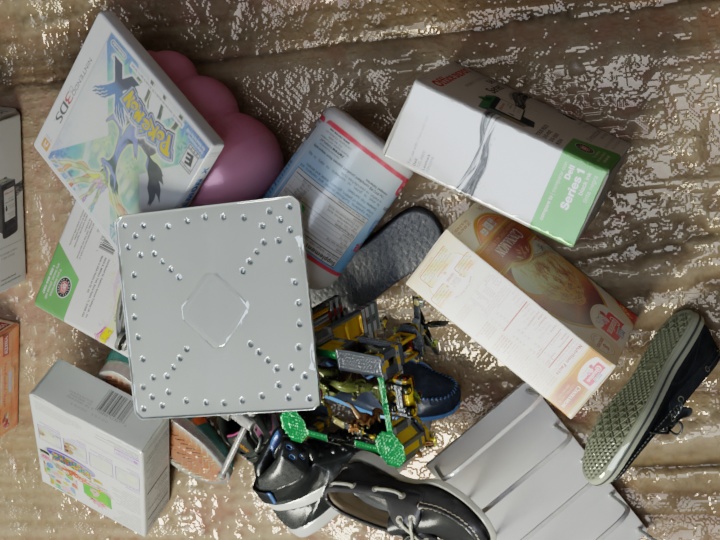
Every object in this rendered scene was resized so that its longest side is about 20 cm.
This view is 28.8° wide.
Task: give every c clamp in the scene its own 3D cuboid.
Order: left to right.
[{"bbox_3d":[-0.172,0.084,1.398,0.199,0.027,0.172,38,107,12],"label":"c clamp"}]

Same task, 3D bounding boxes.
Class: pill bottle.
[{"bbox_3d":[-0.044,-0.054,1.400,0.108,0.109,0.201,37,96,6],"label":"pill bottle"}]

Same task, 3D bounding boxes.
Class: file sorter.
[{"bbox_3d":[0.184,0.235,1.398,0.138,0.125,0.200,-39,91,-2],"label":"file sorter"}]

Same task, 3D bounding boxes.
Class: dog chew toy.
[{"bbox_3d":[-0.168,-0.142,1.446,0.124,0.124,0.201,-40,82,25],"label":"dog chew toy"}]

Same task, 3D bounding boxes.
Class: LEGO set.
[{"bbox_3d":[0.011,0.101,1.387,0.199,0.115,0.155,-2,109,45],"label":"LEGO set"}]

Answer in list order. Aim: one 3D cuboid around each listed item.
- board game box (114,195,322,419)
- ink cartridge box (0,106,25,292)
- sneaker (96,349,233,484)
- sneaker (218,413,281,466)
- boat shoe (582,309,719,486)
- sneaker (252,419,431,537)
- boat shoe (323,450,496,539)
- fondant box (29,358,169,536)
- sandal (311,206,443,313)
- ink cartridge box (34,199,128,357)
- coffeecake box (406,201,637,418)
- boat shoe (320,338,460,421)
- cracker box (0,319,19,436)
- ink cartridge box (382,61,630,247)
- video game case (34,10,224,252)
[{"bbox_3d":[-0.136,0.038,1.354,0.198,0.026,0.202,-5,91,21],"label":"board game box"},{"bbox_3d":[-0.461,-0.084,1.583,0.144,0.083,0.202,8,108,18],"label":"ink cartridge box"},{"bbox_3d":[-0.204,0.153,1.572,0.071,0.080,0.200,-21,120,39],"label":"sneaker"},{"bbox_3d":[-0.115,0.183,1.536,0.080,0.086,0.201,-29,95,26],"label":"sneaker"},{"bbox_3d":[0.283,0.130,1.343,0.062,0.200,0.074,43,159,-16],"label":"boat shoe"},{"bbox_3d":[-0.028,0.187,1.477,0.200,0.073,0.112,-41,115,7],"label":"sneaker"},{"bbox_3d":[0.045,0.234,1.369,0.199,0.060,0.074,20,138,42],"label":"boat shoe"},{"bbox_3d":[-0.288,0.201,1.568,0.143,0.058,0.201,26,143,11],"label":"fondant box"},{"bbox_3d":[0.001,0.000,1.472,0.199,0.043,0.076,-27,103,15],"label":"sandal"},{"bbox_3d":[-0.226,0.013,1.491,0.199,0.084,0.146,26,95,23],"label":"ink cartridge box"},{"bbox_3d":[0.160,0.030,1.355,0.200,0.153,0.073,39,114,5],"label":"coffeecake box"},{"bbox_3d":[0.008,0.107,1.470,0.198,0.084,0.069,9,120,15],"label":"boat shoe"},{"bbox_3d":[-0.506,0.113,1.672,0.198,0.058,0.135,11,109,16],"label":"cracker box"},{"bbox_3d":[0.139,-0.114,1.325,0.199,0.146,0.085,27,112,10],"label":"ink cartridge box"},{"bbox_3d":[-0.239,-0.127,1.420,0.200,0.022,0.183,49,124,20],"label":"video game case"}]
